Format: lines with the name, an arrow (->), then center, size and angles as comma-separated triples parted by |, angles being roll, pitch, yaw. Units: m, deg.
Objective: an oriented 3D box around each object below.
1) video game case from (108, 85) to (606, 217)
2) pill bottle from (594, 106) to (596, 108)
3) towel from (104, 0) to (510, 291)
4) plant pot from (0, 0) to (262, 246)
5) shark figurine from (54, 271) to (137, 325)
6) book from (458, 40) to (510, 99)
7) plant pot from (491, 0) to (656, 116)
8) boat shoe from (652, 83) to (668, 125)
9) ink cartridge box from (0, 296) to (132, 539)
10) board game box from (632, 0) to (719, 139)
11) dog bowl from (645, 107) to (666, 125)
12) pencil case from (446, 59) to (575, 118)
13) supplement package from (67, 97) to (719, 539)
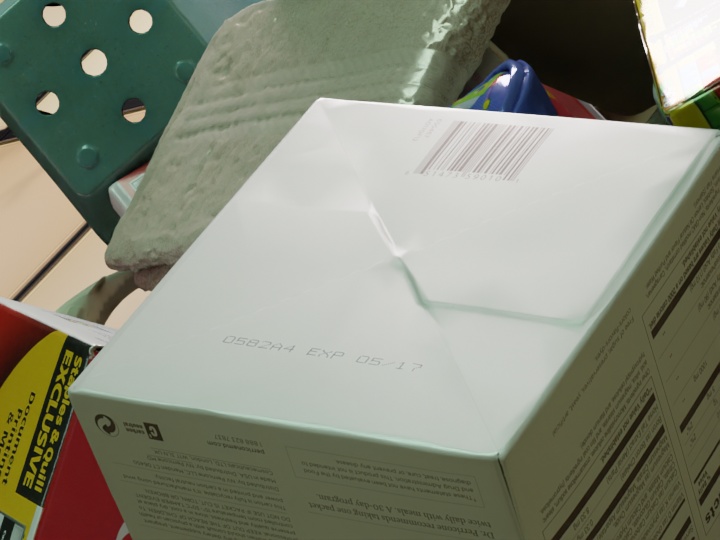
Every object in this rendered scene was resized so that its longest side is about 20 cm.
video game case -> 0.008, -0.038, 1.240 | 0.200, 0.017, 0.143 | -33, 64, -17
pill bottle -> 0.039, -0.072, 1.344 | 0.111, 0.111, 0.200 | -11, 30, 44
towel -> -0.023, -0.054, 1.118 | 0.200, 0.034, 0.133 | -4, 57, 56
plant pot -> -0.111, -0.097, 1.333 | 0.141, 0.141, 0.200 | -40, -2, 7
shark figurine -> -0.132, 0.063, 1.355 | 0.127, 0.090, 0.215 | 5, 37, 3
book -> 0.000, 0.000, 1.095 | 0.200, 0.048, 0.134 | -48, 26, 8
plant pot -> 0.083, -0.164, 1.188 | 0.200, 0.173, 0.200 | -51, 12, 15
boat shoe -> 0.198, -0.124, 1.094 | 0.199, 0.065, 0.074 | -28, 22, 13
ink cartridge box -> -0.109, 0.124, 1.032 | 0.175, 0.084, 0.201 | 16, 89, 63
board game box -> 0.164, -0.016, 0.923 | 0.057, 0.200, 0.165 | -29, 22, 14
dog bowl -> 0.208, -0.049, 1.111 | 0.200, 0.074, 0.200 | -29, 21, 12
pencil case -> 0.091, 0.019, 0.961 | 0.087, 0.200, 0.078 | -52, 15, -18
supplement package -> 0.039, 0.074, 0.858 | 0.151, 0.201, 0.151 | 7, 42, 34
